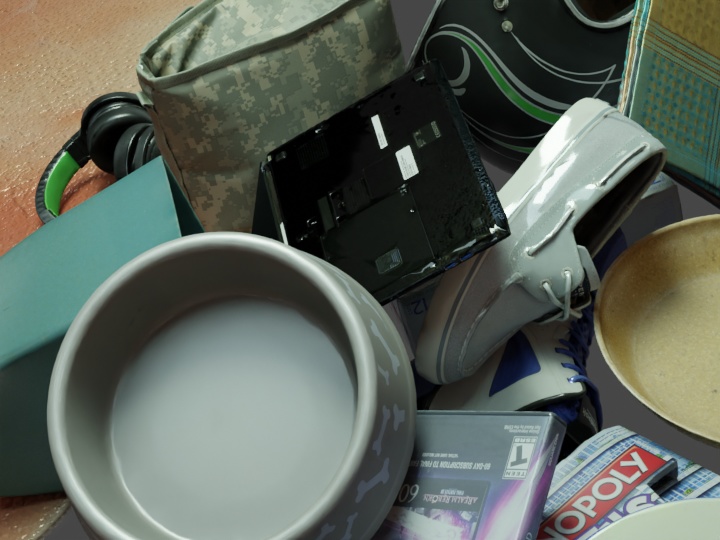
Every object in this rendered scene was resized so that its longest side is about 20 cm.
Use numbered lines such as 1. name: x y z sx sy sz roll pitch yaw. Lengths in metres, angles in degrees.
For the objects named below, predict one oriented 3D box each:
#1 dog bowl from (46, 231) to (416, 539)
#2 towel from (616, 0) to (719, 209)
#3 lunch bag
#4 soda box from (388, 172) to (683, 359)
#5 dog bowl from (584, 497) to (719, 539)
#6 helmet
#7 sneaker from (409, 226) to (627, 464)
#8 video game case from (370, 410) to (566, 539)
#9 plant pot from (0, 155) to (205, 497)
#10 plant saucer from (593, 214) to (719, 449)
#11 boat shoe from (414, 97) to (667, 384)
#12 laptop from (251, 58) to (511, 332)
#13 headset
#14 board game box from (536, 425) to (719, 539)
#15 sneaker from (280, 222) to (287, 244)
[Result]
1. dog bowl: -0.072 0.072 0.852 0.198 0.059 0.203 -3 73 10
2. towel: 0.231 -0.145 1.073 0.022 0.146 0.202 -12 58 52
3. lunch bag: -0.068 -0.131 1.243 0.199 0.165 0.118 -29 42 -15
4. soda box: 0.113 -0.014 1.089 0.198 0.064 0.068 -23 38 -4
5. dog bowl: 0.157 0.203 0.703 0.197 0.079 0.202 0 56 0
6. helmet: 0.147 -0.159 1.155 0.189 0.201 0.201 30 47 0
7. sneaker: 0.115 0.061 0.988 0.115 0.081 0.199 25 62 41
8. video game case: 0.022 0.167 0.843 0.142 0.019 0.202 -4 58 44
9. plant pot: -0.181 0.054 1.085 0.198 0.142 0.142 -26 35 3
10. plant saucer: 0.234 0.043 0.952 0.198 0.036 0.201 -1 41 1
11. boat shoe: 0.108 -0.011 0.948 0.071 0.070 0.202 29 74 26
12. laptop: 0.000 0.000 0.984 0.199 0.104 0.178 -29 40 10
13. headset: -0.174 -0.092 1.344 0.200 0.094 0.123 -44 44 -8
14. board game box: 0.114 0.157 0.865 0.199 0.062 0.199 -38 40 -23
15. sneaker: 0.003 -0.020 1.140 0.111 0.074 0.201 -13 34 12
